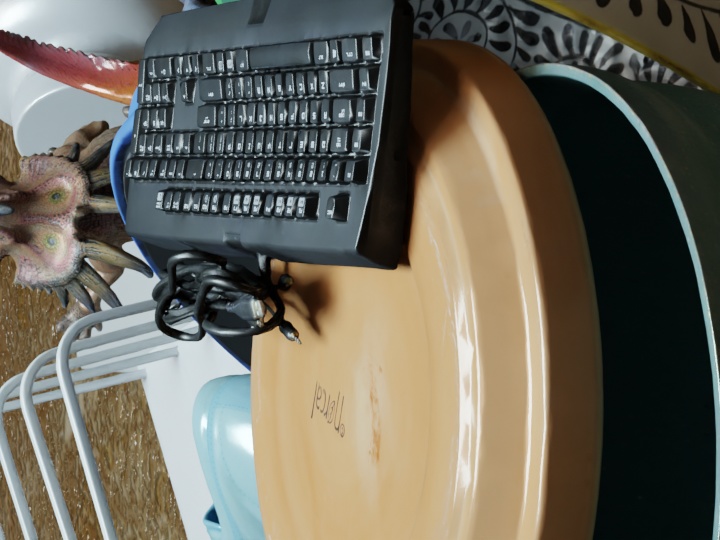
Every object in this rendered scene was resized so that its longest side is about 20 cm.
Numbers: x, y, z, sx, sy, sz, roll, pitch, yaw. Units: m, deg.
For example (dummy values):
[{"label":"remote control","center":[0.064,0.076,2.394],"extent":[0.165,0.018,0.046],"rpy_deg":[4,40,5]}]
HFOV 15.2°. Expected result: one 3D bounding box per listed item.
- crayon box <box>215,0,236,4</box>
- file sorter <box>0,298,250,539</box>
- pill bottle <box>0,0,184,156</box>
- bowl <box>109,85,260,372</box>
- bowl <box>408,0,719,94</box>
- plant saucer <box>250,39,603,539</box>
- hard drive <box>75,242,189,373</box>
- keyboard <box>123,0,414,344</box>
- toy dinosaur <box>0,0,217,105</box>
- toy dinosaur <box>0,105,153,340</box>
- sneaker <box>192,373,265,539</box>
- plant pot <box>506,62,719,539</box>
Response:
[{"label":"crayon box","center":[-0.006,-0.147,0.990],"extent":[0.200,0.126,0.052],"rpy_deg":[-121,20,-51]},{"label":"file sorter","center":[-0.090,0.093,1.167],"extent":[0.200,0.124,0.139],"rpy_deg":[-33,72,62]},{"label":"pill bottle","center":[-0.141,-0.141,1.309],"extent":[0.111,0.111,0.200],"rpy_deg":[117,150,-46]},{"label":"bowl","center":[0.000,0.000,0.927],"extent":[0.039,0.201,0.201],"rpy_deg":[-54,10,-25]},{"label":"bowl","center":[0.060,-0.100,0.819],"extent":[0.094,0.201,0.201],"rpy_deg":[-66,23,-7]},{"label":"plant saucer","center":[0.009,0.035,0.750],"extent":[0.200,0.032,0.200],"rpy_deg":[-179,90,-69]},{"label":"hard drive","center":[-0.100,-0.014,1.342],"extent":[0.200,0.026,0.132],"rpy_deg":[179,91,-67]},{"label":"keyboard","center":[-0.041,-0.028,0.782],"extent":[0.200,0.040,0.104],"rpy_deg":[-176,87,-68]},{"label":"toy dinosaur","center":[-0.012,-0.036,0.989],"extent":[0.105,0.200,0.182],"rpy_deg":[77,170,-45]},{"label":"toy dinosaur","center":[-0.090,-0.040,1.160],"extent":[0.086,0.200,0.136],"rpy_deg":[57,168,0]},{"label":"sneaker","center":[-0.013,0.108,1.007],"extent":[0.082,0.074,0.200],"rpy_deg":[21,140,33]},{"label":"plant pot","center":[0.106,0.046,0.730],"extent":[0.200,0.134,0.200],"rpy_deg":[180,90,-68]}]
